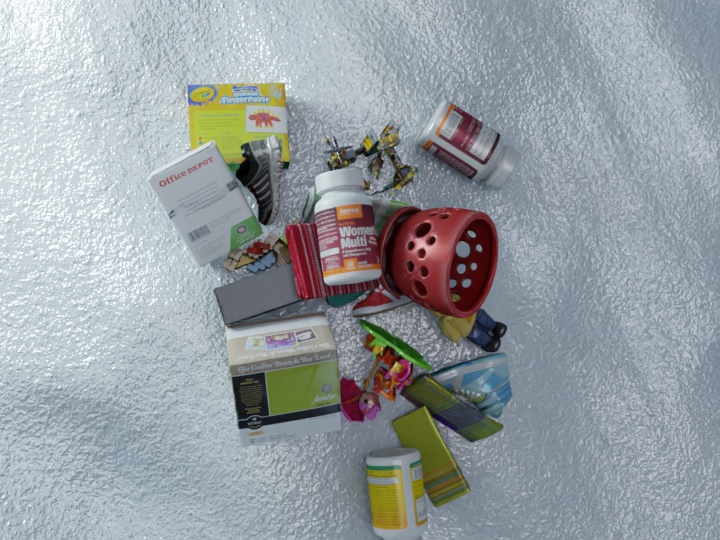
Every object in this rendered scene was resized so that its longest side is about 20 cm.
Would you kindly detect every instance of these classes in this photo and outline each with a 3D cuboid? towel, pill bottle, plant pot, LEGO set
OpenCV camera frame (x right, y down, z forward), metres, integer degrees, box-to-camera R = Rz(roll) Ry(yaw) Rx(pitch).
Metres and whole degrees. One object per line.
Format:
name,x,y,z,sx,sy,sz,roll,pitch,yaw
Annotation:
towel,-0.053,-0.023,1.393,0.199,0.022,0.146,-7,81,-43
towel,0.146,0.384,1.492,0.086,0.018,0.201,-28,89,13
pill bottle,0.232,-0.264,1.537,0.199,0.114,0.115,32,80,-6
towel,0.178,0.278,1.463,0.199,0.144,0.023,34,61,-4
pill bottle,0.075,0.465,1.439,0.112,0.113,0.202,-6,85,-10
towel,-0.015,-0.115,1.463,0.198,0.149,0.031,9,71,-9
plant pot,0.143,-0.024,1.379,0.200,0.181,0.202,-18,114,-48
pill bottle,-0.026,-0.079,1.334,0.108,0.110,0.202,-7,86,-10
LEGO set,0.025,-0.220,1.488,0.198,0.116,0.155,-18,84,-15

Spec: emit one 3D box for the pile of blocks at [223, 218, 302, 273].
pile of blocks,-0.184,-0.039,1.471,0.199,0.062,0.083,-25,89,-11

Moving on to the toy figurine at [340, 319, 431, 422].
toy figurine,0.031,0.225,1.435,0.150,0.200,0.185,28,93,-36

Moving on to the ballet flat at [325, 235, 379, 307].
ballet flat,0.000,0.000,1.496,0.200,0.072,0.072,-43,92,-10

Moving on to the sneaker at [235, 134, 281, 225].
sneaker,-0.205,-0.177,1.435,0.087,0.201,0.074,-2,42,-12

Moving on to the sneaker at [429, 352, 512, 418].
sneaker,0.230,0.256,1.504,0.198,0.080,0.132,-14,86,-10

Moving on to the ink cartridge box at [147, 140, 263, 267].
ink cartridge box,-0.301,-0.132,1.408,0.145,0.084,0.201,-27,111,-3

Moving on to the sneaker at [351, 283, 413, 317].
sneaker,0.061,0.023,1.502,0.198,0.071,0.113,-19,92,-18

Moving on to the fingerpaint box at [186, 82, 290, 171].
fingerpaint box,-0.250,-0.293,1.480,0.198,0.073,0.169,-5,86,-10

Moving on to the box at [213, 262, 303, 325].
box,-0.183,0.042,1.424,0.198,0.141,0.080,-18,87,-10

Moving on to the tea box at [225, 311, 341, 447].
tea box,-0.146,0.206,1.377,0.198,0.134,0.198,-7,120,-11

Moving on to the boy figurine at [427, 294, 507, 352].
boy figurine,0.213,0.090,1.500,0.199,0.064,0.125,34,79,-25
